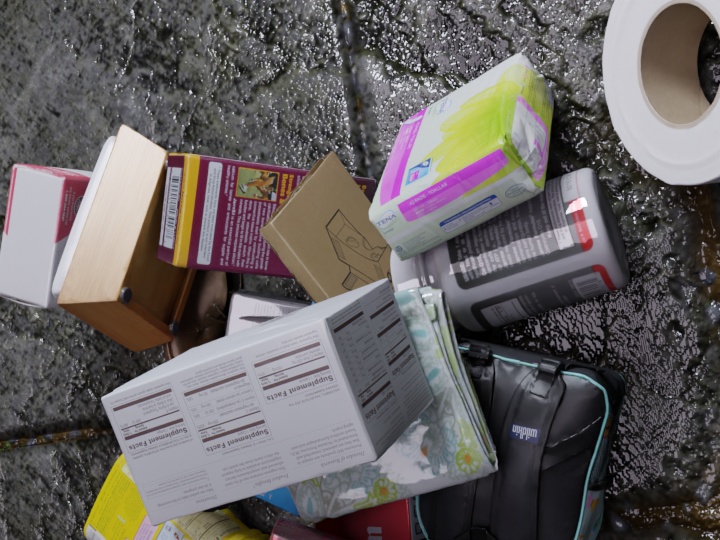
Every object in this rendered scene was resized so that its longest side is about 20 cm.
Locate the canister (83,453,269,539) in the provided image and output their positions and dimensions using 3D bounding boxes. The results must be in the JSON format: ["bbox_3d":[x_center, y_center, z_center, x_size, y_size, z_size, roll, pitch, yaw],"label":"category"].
[{"bbox_3d":[-0.210,0.308,1.282,0.200,0.086,0.149,36,107,27],"label":"canister"}]

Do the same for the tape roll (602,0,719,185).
[{"bbox_3d":[0.291,-0.173,0.937,0.202,0.071,0.203,27,121,60],"label":"tape roll"}]

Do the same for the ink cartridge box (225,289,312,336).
[{"bbox_3d":[-0.068,0.133,1.223,0.173,0.044,0.201,10,96,5],"label":"ink cartridge box"}]

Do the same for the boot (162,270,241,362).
[{"bbox_3d":[-0.175,0.053,1.272,0.075,0.074,0.201,-6,84,24],"label":"boot"}]

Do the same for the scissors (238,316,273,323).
[{"bbox_3d":[-0.033,0.064,1.163,0.199,0.014,0.073,-5,51,8],"label":"scissors"}]

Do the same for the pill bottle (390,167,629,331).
[{"bbox_3d":[0.136,-0.010,1.044,0.199,0.114,0.114,-18,81,19],"label":"pill bottle"}]

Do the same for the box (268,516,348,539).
[{"bbox_3d":[0.004,0.297,0.978,0.199,0.095,0.103,19,86,1],"label":"box"}]

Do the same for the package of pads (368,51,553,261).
[{"bbox_3d":[0.099,-0.111,1.039,0.154,0.200,0.068,-28,113,27],"label":"package of pads"}]

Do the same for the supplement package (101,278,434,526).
[{"bbox_3d":[-0.067,0.101,0.892,0.199,0.156,0.111,-20,93,22],"label":"supplement package"}]

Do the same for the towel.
[{"bbox_3d":[0.006,0.117,0.976,0.199,0.048,0.172,-19,90,22],"label":"towel"}]

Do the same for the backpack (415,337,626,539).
[{"bbox_3d":[0.145,0.174,1.031,0.175,0.153,0.201,11,89,23],"label":"backpack"}]

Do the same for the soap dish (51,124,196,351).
[{"bbox_3d":[-0.230,-0.028,1.190,0.081,0.157,0.201,8,71,22],"label":"soap dish"}]

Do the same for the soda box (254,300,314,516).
[{"bbox_3d":[-0.035,0.135,1.098,0.064,0.068,0.201,15,87,35],"label":"soda box"}]

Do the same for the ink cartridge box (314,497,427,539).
[{"bbox_3d":[0.037,0.284,1.083,0.084,0.175,0.201,-6,87,30],"label":"ink cartridge box"}]

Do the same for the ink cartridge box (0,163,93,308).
[{"bbox_3d":[-0.296,-0.035,1.264,0.085,0.200,0.146,13,97,29],"label":"ink cartridge box"}]

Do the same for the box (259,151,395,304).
[{"bbox_3d":[0.000,0.000,1.068,0.021,0.164,0.200,-29,105,32],"label":"box"}]

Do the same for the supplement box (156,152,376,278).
[{"bbox_3d":[-0.095,-0.052,1.143,0.086,0.199,0.111,-164,81,-66],"label":"supplement box"}]

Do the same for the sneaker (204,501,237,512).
[{"bbox_3d":[-0.140,0.181,1.190,0.200,0.074,0.087,-42,42,23],"label":"sneaker"}]
